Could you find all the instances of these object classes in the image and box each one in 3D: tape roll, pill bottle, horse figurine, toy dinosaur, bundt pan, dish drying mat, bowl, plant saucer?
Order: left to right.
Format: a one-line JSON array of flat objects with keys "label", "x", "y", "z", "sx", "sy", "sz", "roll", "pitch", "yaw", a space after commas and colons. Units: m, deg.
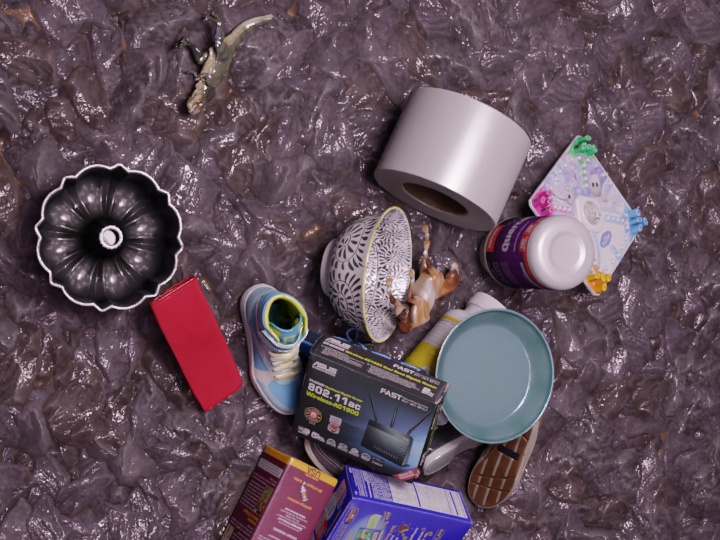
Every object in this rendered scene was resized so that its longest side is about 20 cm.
[{"label": "bundt pan", "x": -0.349, "y": -0.045, "z": 1.553, "sx": 0.201, "sy": 0.076, "sz": 0.202, "roll": 0, "pitch": 91, "yaw": -22}, {"label": "dish drying mat", "x": -0.230, "y": 0.105, "z": 1.600, "sx": 0.077, "sy": 0.018, "sz": 0.200, "roll": -33, "pitch": 123, "yaw": -20}, {"label": "toy dinosaur", "x": -0.211, "y": -0.319, "z": 1.627, "sx": 0.088, "sy": 0.047, "sz": 0.200, "roll": 43, "pitch": 74, "yaw": -33}, {"label": "bowl", "x": 0.000, "y": 0.000, "z": 1.675, "sx": 0.094, "sy": 0.201, "sz": 0.201, "roll": 8, "pitch": 86, "yaw": 21}, {"label": "horse figurine", "x": 0.091, "y": 0.029, "z": 1.711, "sx": 0.200, "sy": 0.050, "sz": 0.133, "roll": -57, "pitch": 144, "yaw": -40}, {"label": "tape roll", "x": 0.137, "y": -0.165, "z": 1.691, "sx": 0.202, "sy": 0.203, "sz": 0.139, "roll": 29, "pitch": 81, "yaw": -21}, {"label": "pill bottle", "x": 0.147, "y": 0.132, "z": 1.746, "sx": 0.112, "sy": 0.112, "sz": 0.200, "roll": 47, "pitch": 74, "yaw": -16}, {"label": "plant saucer", "x": 0.195, "y": 0.156, "z": 1.686, "sx": 0.199, "sy": 0.036, "sz": 0.201, "roll": 0, "pitch": 90, "yaw": -21}, {"label": "pill bottle", "x": 0.264, "y": -0.027, "z": 1.746, "sx": 0.112, "sy": 0.200, "sz": 0.113, "roll": 0, "pitch": 90, "yaw": -23}]

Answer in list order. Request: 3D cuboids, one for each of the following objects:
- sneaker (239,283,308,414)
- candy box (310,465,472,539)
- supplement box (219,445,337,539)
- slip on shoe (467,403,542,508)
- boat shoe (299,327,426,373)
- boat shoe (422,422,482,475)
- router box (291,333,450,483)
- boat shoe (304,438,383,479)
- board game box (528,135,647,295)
[{"label": "sneaker", "x": -0.113, "y": 0.120, "z": 1.626, "sx": 0.079, "sy": 0.131, "sz": 0.200, "roll": -20, "pitch": 100, "yaw": -22}, {"label": "candy box", "x": 0.037, "y": 0.388, "z": 1.679, "sx": 0.200, "sy": 0.077, "sz": 0.169, "roll": 17, "pitch": 120, "yaw": -21}, {"label": "supplement box", "x": -0.128, "y": 0.367, "z": 1.632, "sx": 0.086, "sy": 0.110, "sz": 0.200, "roll": 30, "pitch": 80, "yaw": -21}, {"label": "slip on shoe", "x": 0.232, "y": 0.288, "z": 1.782, "sx": 0.061, "sy": 0.076, "sz": 0.200, "roll": -26, "pitch": 139, "yaw": -56}, {"label": "boat shoe", "x": 0.004, "y": 0.139, "z": 1.683, "sx": 0.200, "sy": 0.084, "sz": 0.069, "roll": 28, "pitch": 62, "yaw": 9}, {"label": "boat shoe", "x": 0.159, "y": 0.250, "z": 1.777, "sx": 0.200, "sy": 0.076, "sz": 0.060, "roll": -20, "pitch": 58, "yaw": -36}, {"label": "router box", "x": 0.012, "y": 0.197, "z": 1.612, "sx": 0.200, "sy": 0.062, "sz": 0.150, "roll": 20, "pitch": 120, "yaw": 12}, {"label": "boat shoe", "x": 0.003, "y": 0.294, "z": 1.702, "sx": 0.200, "sy": 0.065, "sz": 0.072, "roll": 42, "pitch": 46, "yaw": -21}, {"label": "board game box", "x": 0.378, "y": -0.094, "z": 1.851, "sx": 0.200, "sy": 0.026, "sz": 0.200, "roll": 52, "pitch": 52, "yaw": -15}]
